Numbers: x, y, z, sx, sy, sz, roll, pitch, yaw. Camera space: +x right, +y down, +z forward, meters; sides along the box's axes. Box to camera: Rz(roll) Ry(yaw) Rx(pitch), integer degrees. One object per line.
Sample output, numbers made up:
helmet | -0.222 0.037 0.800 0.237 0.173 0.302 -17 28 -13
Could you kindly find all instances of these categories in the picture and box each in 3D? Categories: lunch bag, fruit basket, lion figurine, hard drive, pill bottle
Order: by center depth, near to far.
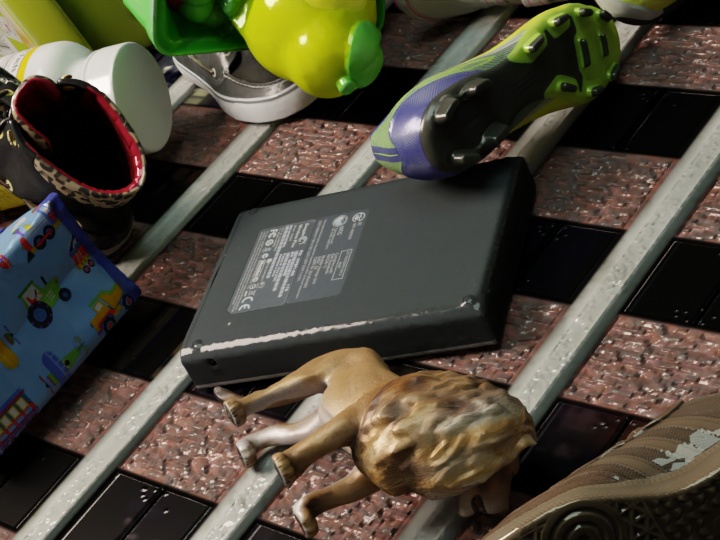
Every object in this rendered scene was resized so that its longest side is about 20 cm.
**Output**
lion figurine | 0.001 0.075 0.871 0.122 0.073 0.200 -29 29 -13
hard drive | 0.000 0.000 1.000 0.198 0.033 0.140 -10 38 26
lunch bag | -0.263 0.042 1.108 0.199 0.094 0.151 -8 37 54
fruit basket | -0.054 -0.211 1.170 0.213 0.158 0.216 2 18 -1
pill bottle | -0.245 -0.108 1.249 0.198 0.112 0.112 -11 37 25

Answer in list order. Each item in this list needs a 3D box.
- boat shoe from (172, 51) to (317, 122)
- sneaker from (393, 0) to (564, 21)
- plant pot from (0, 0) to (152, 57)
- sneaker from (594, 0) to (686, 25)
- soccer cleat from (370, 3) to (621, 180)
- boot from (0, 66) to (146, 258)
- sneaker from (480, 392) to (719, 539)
boat shoe | -0.098 -0.164 1.264 0.068 0.057 0.199 -39 35 -15
sneaker | 0.113 -0.226 1.170 0.198 0.082 0.089 -22 33 11
plant pot | -0.257 -0.266 1.396 0.198 0.201 0.182 17 62 47
sneaker | 0.223 -0.241 1.094 0.075 0.077 0.200 43 72 9
soccer cleat | 0.085 -0.115 1.031 0.199 0.065 0.083 -33 20 -36
boot | -0.221 -0.096 1.101 0.073 0.200 0.151 -46 4 -19
sneaker | 0.137 0.104 0.754 0.198 0.071 0.076 -23 15 3
